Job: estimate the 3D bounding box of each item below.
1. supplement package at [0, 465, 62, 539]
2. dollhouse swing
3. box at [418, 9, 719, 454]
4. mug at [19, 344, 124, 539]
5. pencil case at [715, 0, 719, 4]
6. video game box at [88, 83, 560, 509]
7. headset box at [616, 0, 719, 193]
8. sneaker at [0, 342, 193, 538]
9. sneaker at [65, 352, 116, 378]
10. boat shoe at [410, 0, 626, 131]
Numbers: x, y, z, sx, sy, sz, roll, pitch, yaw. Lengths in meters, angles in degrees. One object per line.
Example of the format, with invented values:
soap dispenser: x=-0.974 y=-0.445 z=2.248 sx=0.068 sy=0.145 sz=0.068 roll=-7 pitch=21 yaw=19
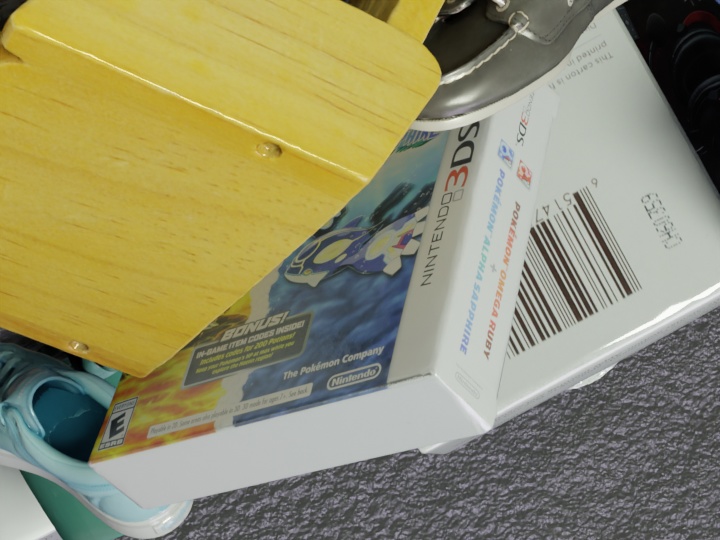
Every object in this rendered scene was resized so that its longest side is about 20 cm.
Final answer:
supplement package: x=-0.287 y=0.184 z=1.264 sx=0.113 sy=0.110 sz=0.200 roll=-26 pitch=172 yaw=-14
dollhouse swing: x=-0.073 y=-0.082 z=0.600 sx=0.181 sy=0.177 sz=0.200 roll=23 pitch=148 yaw=-21
box: x=0.080 y=-0.031 z=0.826 sx=0.198 sy=0.201 sz=0.131 roll=-29 pitch=170 yaw=4
mug: x=-0.149 y=0.087 z=1.015 sx=0.184 sy=0.115 sz=0.152 roll=-27 pitch=-167 yaw=8
pencil case: x=0.234 y=-0.205 z=0.699 sx=0.199 sy=0.078 sz=0.087 roll=-33 pitch=-165 yaw=28
video game box: x=-0.016 y=0.004 z=0.674 sx=0.199 sy=0.047 sz=0.183 roll=-18 pitch=-141 yaw=36
headset box: x=0.235 y=-0.138 z=0.851 sx=0.075 sy=0.149 sz=0.200 roll=-25 pitch=173 yaw=-26
sneaker: x=-0.179 y=0.074 z=0.856 sx=0.074 sy=0.199 sz=0.082 roll=-52 pitch=149 yaw=-29
sneaker: x=-0.107 y=0.000 z=0.878 sx=0.139 sy=0.078 sz=0.200 roll=-27 pitch=-179 yaw=-17
boat shoe: x=0.079 y=-0.127 z=0.642 sx=0.200 sy=0.057 sz=0.067 roll=-37 pitch=-144 yaw=-31
